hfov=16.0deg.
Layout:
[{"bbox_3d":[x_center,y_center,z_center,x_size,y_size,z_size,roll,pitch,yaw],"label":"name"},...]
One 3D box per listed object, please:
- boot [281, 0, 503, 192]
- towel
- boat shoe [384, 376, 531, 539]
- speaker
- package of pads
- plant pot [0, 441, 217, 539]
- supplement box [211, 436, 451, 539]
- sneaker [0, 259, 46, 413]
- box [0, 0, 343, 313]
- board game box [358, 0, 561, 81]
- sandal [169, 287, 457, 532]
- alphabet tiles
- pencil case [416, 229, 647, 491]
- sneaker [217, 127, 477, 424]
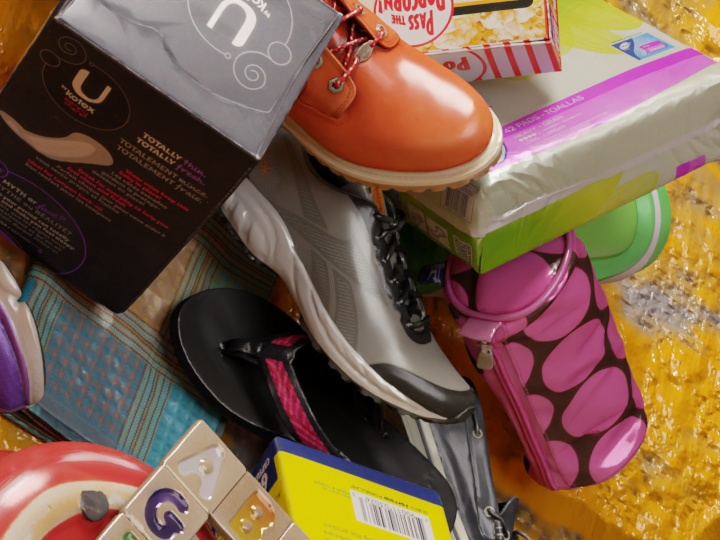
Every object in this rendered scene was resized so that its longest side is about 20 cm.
[{"bbox_3d":[-0.016,-0.113,1.328,0.200,0.107,0.075,26,65,13],"label":"boot"},{"bbox_3d":[-0.117,0.020,1.401,0.147,0.022,0.200,37,56,-28],"label":"towel"},{"bbox_3d":[0.065,0.153,1.484,0.062,0.075,0.201,-14,82,-22],"label":"boat shoe"},{"bbox_3d":[0.098,-0.030,1.560,0.200,0.088,0.089,-4,80,-42],"label":"speaker"},{"bbox_3d":[0.094,-0.088,1.461,0.200,0.154,0.068,-24,130,-30],"label":"package of pads"},{"bbox_3d":[-0.165,0.177,1.209,0.200,0.182,0.201,15,67,-39],"label":"plant pot"},{"bbox_3d":[-0.012,0.201,1.312,0.109,0.109,0.200,21,30,-26],"label":"supplement box"},{"bbox_3d":[-0.238,0.000,1.278,0.200,0.081,0.083,48,70,-6],"label":"sneaker"},{"bbox_3d":[-0.114,-0.083,1.297,0.122,0.200,0.106,34,57,-9],"label":"box"},{"bbox_3d":[0.030,-0.202,1.429,0.046,0.151,0.201,56,31,-68],"label":"board game box"},{"bbox_3d":[-0.018,0.076,1.409,0.200,0.045,0.075,41,54,-7],"label":"sandal"},{"bbox_3d":[-0.052,0.192,1.158,0.200,0.008,0.167,48,50,-10],"label":"alphabet tiles"},{"bbox_3d":[0.107,0.053,1.501,0.200,0.090,0.094,59,39,-47],"label":"pencil case"},{"bbox_3d":[0.000,0.000,1.402,0.200,0.079,0.074,52,16,6],"label":"sneaker"}]
